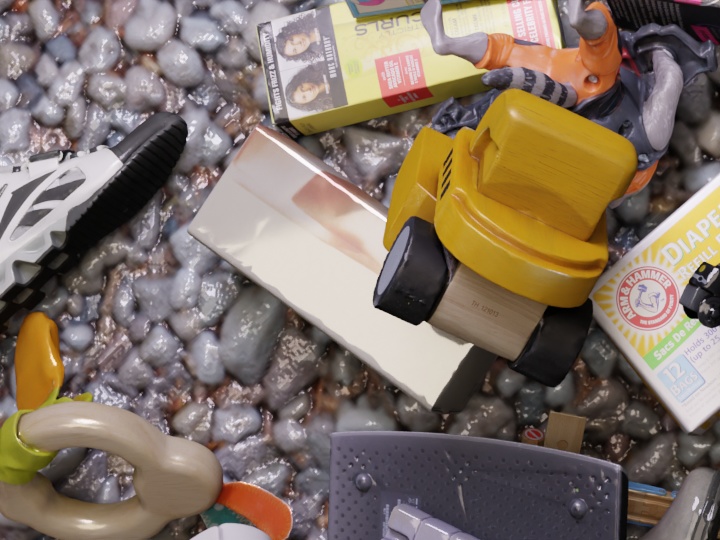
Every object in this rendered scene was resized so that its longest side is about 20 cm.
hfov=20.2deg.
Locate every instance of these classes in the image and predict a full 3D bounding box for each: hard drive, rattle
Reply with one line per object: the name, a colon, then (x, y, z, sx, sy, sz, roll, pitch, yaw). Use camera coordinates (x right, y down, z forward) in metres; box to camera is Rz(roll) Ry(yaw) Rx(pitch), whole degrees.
hard drive: (0.072, 0.168, 1.243, 0.198, 0.042, 0.136, 3, 94, 30)
rattle: (-0.141, 0.115, 1.363, 0.198, 0.143, 0.131, 4, 117, -2)

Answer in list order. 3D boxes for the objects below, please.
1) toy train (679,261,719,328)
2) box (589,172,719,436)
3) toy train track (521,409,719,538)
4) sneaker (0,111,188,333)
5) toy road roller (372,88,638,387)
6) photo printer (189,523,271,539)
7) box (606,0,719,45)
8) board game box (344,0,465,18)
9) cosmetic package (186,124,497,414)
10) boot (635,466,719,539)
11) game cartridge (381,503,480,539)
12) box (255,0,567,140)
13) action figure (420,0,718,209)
toy train: (0.274, 0.041, 1.175, 0.199, 0.034, 0.046, 24, 95, -20)
box: (0.245, -0.002, 1.247, 0.200, 0.101, 0.113, -42, 78, 6)
toy train track: (0.165, 0.139, 1.281, 0.198, 0.033, 0.116, 11, 120, 5)
sneaker: (-0.209, -0.054, 1.370, 0.200, 0.074, 0.089, -40, 73, -2)
toy road roller: (0.095, -0.042, 1.179, 0.122, 0.200, 0.147, 24, 117, -7)
photo printer: (-0.108, 0.281, 1.251, 0.166, 0.069, 0.201, -38, 43, 31)
box: (0.260, -0.205, 1.263, 0.198, 0.106, 0.124, 11, 86, 13)
board game box: (0.032, -0.231, 1.225, 0.133, 0.200, 0.035, -7, 62, 14)
cosmetic package: (0.000, 0.000, 1.305, 0.199, 0.103, 0.088, 36, 94, 13)
boot: (0.137, 0.188, 1.255, 0.130, 0.068, 0.201, 29, 106, 14)
game cartridge: (0.042, 0.257, 1.203, 0.129, 0.038, 0.202, 23, 94, 17)
box: (0.035, -0.148, 1.338, 0.198, 0.050, 0.076, -12, 80, 11)
action figure: (0.114, -0.099, 1.254, 0.199, 0.193, 0.105, -20, 49, 30)
